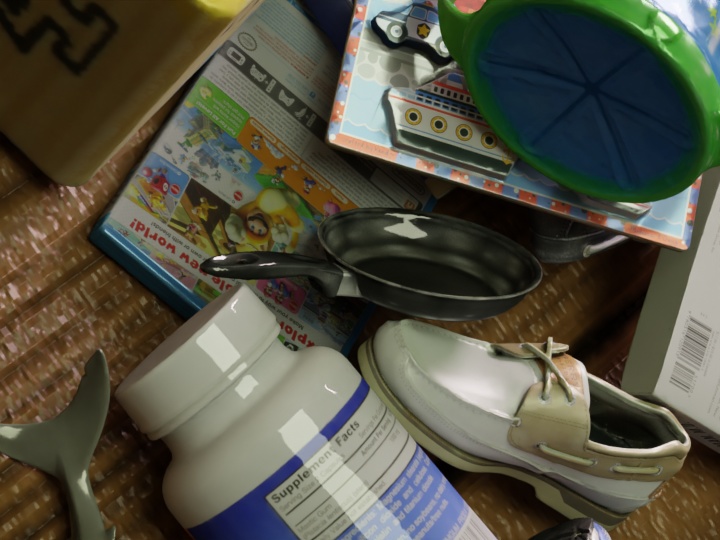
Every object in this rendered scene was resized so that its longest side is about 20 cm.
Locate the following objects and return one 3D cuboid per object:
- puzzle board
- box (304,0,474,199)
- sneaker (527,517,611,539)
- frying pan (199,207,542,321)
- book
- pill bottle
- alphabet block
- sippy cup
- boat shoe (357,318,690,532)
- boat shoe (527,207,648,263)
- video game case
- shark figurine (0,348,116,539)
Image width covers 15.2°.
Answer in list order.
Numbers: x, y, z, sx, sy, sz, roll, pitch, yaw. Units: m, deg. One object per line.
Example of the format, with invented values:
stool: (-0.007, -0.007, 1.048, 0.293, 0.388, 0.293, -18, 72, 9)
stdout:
puzzle board: (0.091, -0.107, 1.387, 0.199, 0.017, 0.152, 16, 69, -11)
box: (0.027, -0.146, 1.429, 0.121, 0.032, 0.201, -30, 87, -46)
sneaker: (0.111, 0.223, 1.328, 0.089, 0.078, 0.201, 16, 68, -42)
frying pan: (0.015, 0.005, 1.310, 0.190, 0.114, 0.031, -26, 132, -57)
book: (0.234, 0.046, 1.463, 0.200, 0.048, 0.134, 31, 70, -35)
pill bottle: (-0.023, 0.108, 1.275, 0.200, 0.112, 0.112, 49, 55, -7)
alphabet block: (-0.116, -0.194, 1.262, 0.196, 0.200, 0.196, 43, 56, -5)
sippy cup: (0.138, -0.125, 1.335, 0.178, 0.140, 0.131, 42, 56, -11)
boat shoe: (0.084, 0.065, 1.353, 0.199, 0.068, 0.075, 27, 36, -39)
boat shoe: (0.159, -0.049, 1.474, 0.200, 0.071, 0.068, -23, 120, -49)
video game case: (-0.035, -0.047, 1.380, 0.143, 0.018, 0.200, 40, 57, -14)
shark figurine: (-0.126, 0.154, 1.206, 0.128, 0.089, 0.215, 41, 46, -27)
